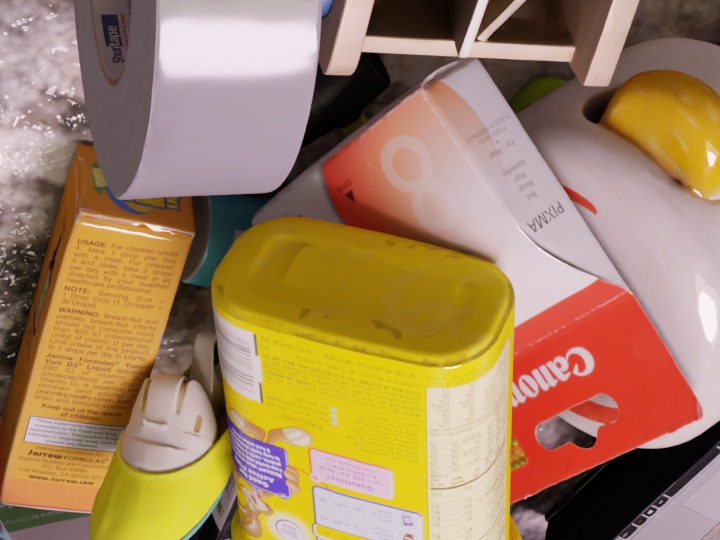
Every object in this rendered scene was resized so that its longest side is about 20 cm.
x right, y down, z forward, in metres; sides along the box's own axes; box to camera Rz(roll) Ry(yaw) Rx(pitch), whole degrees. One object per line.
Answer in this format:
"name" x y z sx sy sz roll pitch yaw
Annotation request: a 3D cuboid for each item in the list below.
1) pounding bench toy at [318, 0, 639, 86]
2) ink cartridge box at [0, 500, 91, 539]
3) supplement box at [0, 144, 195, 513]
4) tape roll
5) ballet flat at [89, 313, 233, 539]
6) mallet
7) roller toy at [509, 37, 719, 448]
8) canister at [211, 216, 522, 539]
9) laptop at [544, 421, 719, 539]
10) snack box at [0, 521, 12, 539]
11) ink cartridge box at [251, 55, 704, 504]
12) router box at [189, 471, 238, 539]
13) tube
"pounding bench toy" 0.046 -0.199 0.793 0.155 0.124 0.201 0 129 -20
"ink cartridge box" -0.171 0.234 1.032 0.087 0.200 0.146 -11 133 -11
"supplement box" -0.142 0.035 0.960 0.069 0.067 0.201 8 126 -16
"tape roll" -0.074 -0.131 0.755 0.066 0.201 0.201 -4 130 -16
"ballet flat" -0.085 0.070 0.958 0.067 0.200 0.067 11 127 26
"mallet" 0.011 -0.049 0.974 0.066 0.041 0.200 -28 138 7
"roller toy" 0.143 -0.011 0.911 0.140 0.200 0.183 -32 102 -31
"canister" 0.005 0.080 0.883 0.148 0.087 0.201 14 135 17
"laptop" 0.216 0.146 1.161 0.200 0.116 0.187 27 116 -36
"snack box" -0.253 0.136 0.937 0.116 0.200 0.037 -38 172 13
"ink cartridge box" 0.050 0.019 0.878 0.050 0.200 0.162 -30 177 -40
"router box" -0.036 0.169 1.129 0.149 0.051 0.200 6 127 -27
"tube" 0.000 0.000 0.988 0.199 0.051 0.078 13 138 -24
